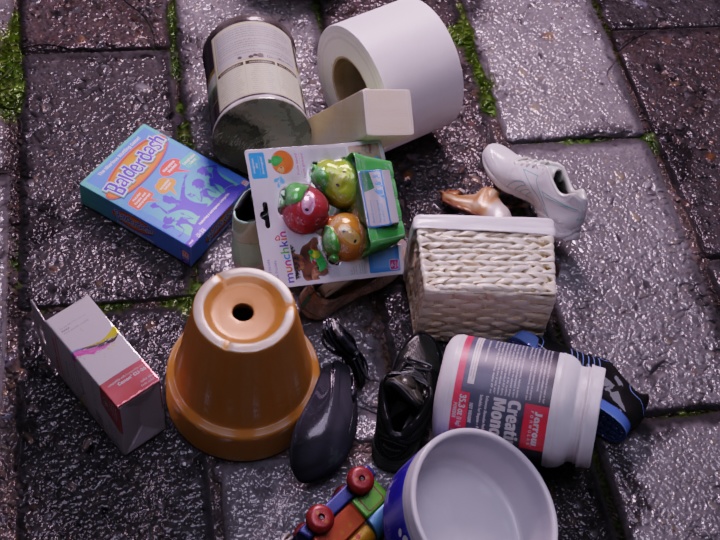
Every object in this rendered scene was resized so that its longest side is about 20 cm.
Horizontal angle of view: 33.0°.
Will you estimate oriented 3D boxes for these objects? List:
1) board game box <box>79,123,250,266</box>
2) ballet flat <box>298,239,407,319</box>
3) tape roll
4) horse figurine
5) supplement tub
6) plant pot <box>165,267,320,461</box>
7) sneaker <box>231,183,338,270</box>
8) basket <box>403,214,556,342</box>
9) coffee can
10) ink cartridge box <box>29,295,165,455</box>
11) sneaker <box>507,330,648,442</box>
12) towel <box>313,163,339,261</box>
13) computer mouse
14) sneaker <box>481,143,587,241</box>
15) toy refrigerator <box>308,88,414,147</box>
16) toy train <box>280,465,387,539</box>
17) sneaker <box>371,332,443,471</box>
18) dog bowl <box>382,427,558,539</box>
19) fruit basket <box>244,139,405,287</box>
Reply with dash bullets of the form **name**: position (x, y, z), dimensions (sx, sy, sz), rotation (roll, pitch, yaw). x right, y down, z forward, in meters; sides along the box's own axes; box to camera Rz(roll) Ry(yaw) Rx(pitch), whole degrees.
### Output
- **board game box**: position (-0.278, -0.112, 1.744), dimensions (0.198, 0.045, 0.153), rotation (28, 54, 15)
- **ballet flat**: position (0.000, 0.000, 1.675), dimensions (0.199, 0.068, 0.068), rotation (-37, 72, -29)
- **tape roll**: position (0.042, -0.290, 1.822), dimensions (0.138, 0.204, 0.203), rotation (-25, 58, -24)
- **horse figurine**: position (0.216, -0.072, 1.769), dimensions (0.131, 0.050, 0.201), rotation (-14, 52, -26)
- **supplement tub**: position (0.196, 0.164, 1.509), dimensions (0.197, 0.141, 0.142), rotation (10, 51, 12)
- **plant pot**: position (-0.144, 0.101, 1.504), dimensions (0.197, 0.185, 0.202), rotation (3, 51, -4)
- **sneaker**: position (-0.096, -0.091, 1.655), dimensions (0.073, 0.119, 0.200), rotation (35, 59, 24)
- **basket**: position (0.162, 0.014, 1.641), dimensions (0.197, 0.136, 0.125), rotation (1, 54, -5)
- **coffee can**: position (-0.155, -0.259, 1.796), dimensions (0.144, 0.148, 0.202), rotation (-3, 46, -9)
- **ink cartridge box**: position (-0.327, 0.116, 1.514), dimensions (0.067, 0.117, 0.200), rotation (-32, 62, -27)
- **sneaker**: position (0.287, 0.139, 1.604), dimensions (0.199, 0.070, 0.078), rotation (40, 55, 14)
- **towel**: position (-0.077, -0.081, 1.750), dimensions (0.147, 0.037, 0.200), rotation (29, 54, 16)
- **computer mouse**: position (-0.030, 0.170, 1.507), dimensions (0.052, 0.139, 0.202), rotation (4, 57, 26)
- **sneaker**: position (0.256, -0.133, 1.756), dimensions (0.070, 0.081, 0.200), rotation (-21, 52, -36)
- **toy refrigerator**: position (-0.005, -0.206, 1.720), dimensions (0.075, 0.199, 0.071), rotation (-4, 87, -25)
- **toy train**: position (-0.029, 0.331, 1.412), dimensions (0.116, 0.085, 0.199), rotation (45, 59, 10)
- **sneaker**: position (0.068, 0.144, 1.543), dimensions (0.075, 0.115, 0.201), rotation (19, 50, 7)
- **dog bowl**: position (0.127, 0.291, 1.413), dimensions (0.198, 0.079, 0.203), rotation (16, 53, -22)
- **fruit basket**: position (-0.042, -0.078, 1.588), dimensions (0.197, 0.093, 0.188), rotation (-4, 79, -29)
